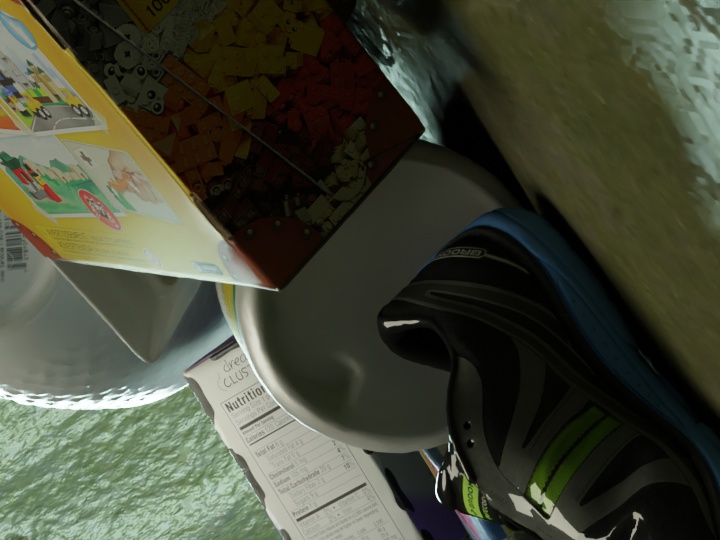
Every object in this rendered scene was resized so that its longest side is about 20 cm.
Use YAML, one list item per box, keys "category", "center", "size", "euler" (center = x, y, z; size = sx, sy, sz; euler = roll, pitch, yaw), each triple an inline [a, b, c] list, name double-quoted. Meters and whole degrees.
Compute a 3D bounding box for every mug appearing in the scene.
- category: "mug"
  center: [-0.142, -0.035, 1.026]
  size: [0.175, 0.147, 0.201]
  euler: [13, -94, -75]

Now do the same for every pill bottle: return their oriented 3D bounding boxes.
- category: "pill bottle"
  center: [0.000, 0.000, 0.849]
  size: [0.113, 0.113, 0.200]
  euler: [58, 176, -9]

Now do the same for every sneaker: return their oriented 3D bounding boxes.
- category: "sneaker"
  center: [0.070, 0.066, 0.686]
  size: [0.200, 0.083, 0.071]
  euler: [55, 176, 37]

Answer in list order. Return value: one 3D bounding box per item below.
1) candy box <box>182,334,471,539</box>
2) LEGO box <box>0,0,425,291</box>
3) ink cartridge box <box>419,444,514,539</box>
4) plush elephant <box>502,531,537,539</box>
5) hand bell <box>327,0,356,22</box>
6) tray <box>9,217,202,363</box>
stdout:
- category: "candy box"
  center: [0.024, 0.093, 1.071]
  size: [0.200, 0.071, 0.168]
  euler: [58, -151, -1]
- category: "LEGO box"
  center: [-0.093, -0.076, 0.742]
  size: [0.149, 0.077, 0.200]
  euler: [51, 160, -23]
- category: "ink cartridge box"
  center: [0.103, 0.132, 0.897]
  size: [0.200, 0.076, 0.136]
  euler: [57, 177, -21]
- category: "plush elephant"
  center: [0.069, 0.183, 0.766]
  size: [0.154, 0.165, 0.200]
  euler: [31, -150, 17]
- category: "hand bell"
  center: [-0.035, -0.104, 0.887]
  size: [0.104, 0.104, 0.200]
  euler: [58, 164, -8]
- category: "tray"
  center: [-0.120, -0.067, 0.870]
  size: [0.200, 0.022, 0.108]
  euler: [49, -135, -23]
